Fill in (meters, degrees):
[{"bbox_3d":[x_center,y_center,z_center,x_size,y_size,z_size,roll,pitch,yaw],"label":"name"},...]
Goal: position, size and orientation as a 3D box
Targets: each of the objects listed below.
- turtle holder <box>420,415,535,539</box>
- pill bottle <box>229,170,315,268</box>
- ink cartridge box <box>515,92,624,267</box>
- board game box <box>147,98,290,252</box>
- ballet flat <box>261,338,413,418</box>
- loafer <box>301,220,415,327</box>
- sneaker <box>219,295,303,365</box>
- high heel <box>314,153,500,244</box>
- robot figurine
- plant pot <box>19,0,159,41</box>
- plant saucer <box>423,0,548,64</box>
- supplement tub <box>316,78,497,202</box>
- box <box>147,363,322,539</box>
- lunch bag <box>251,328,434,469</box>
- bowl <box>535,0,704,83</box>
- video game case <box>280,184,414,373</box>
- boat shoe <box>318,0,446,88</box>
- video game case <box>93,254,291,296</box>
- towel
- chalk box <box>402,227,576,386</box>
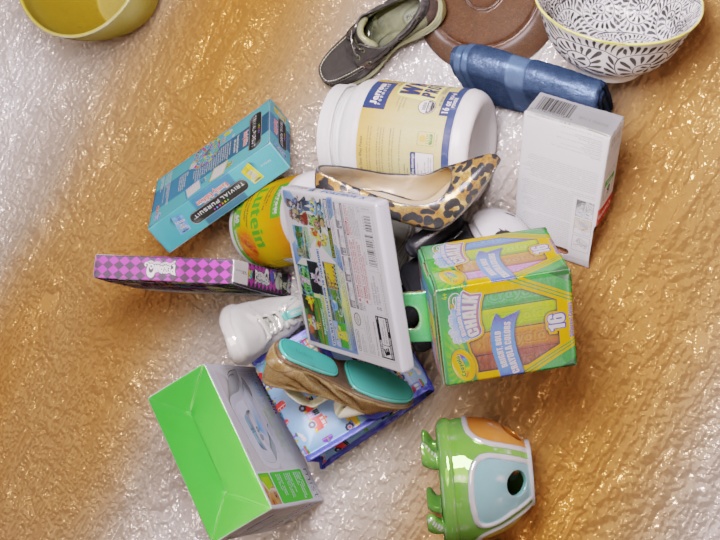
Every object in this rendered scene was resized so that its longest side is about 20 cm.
[{"bbox_3d":[0.143,0.267,1.601,0.131,0.141,0.187,-5,73,3],"label":"turtle holder"},{"bbox_3d":[-0.071,-0.066,1.683,0.200,0.111,0.112,-9,79,54],"label":"pill bottle"},{"bbox_3d":[0.248,-0.107,1.617,0.108,0.050,0.201,20,135,21],"label":"ink cartridge box"},{"bbox_3d":[-0.184,-0.126,1.763,0.199,0.151,0.047,-33,116,14],"label":"board game box"},{"bbox_3d":[-0.033,0.142,1.625,0.072,0.199,0.068,-55,32,29],"label":"ballet flat"},{"bbox_3d":[0.000,0.000,1.688,0.070,0.070,0.200,30,67,22],"label":"loafer"},{"bbox_3d":[-0.111,0.062,1.684,0.088,0.200,0.076,-18,95,17],"label":"sneaker"},{"bbox_3d":[0.051,-0.109,1.547,0.200,0.072,0.143,-34,118,20],"label":"high heel"},{"bbox_3d":[0.129,0.013,1.634,0.200,0.150,0.125,-36,65,10],"label":"robot figurine"},{"bbox_3d":[-0.354,-0.403,1.856,0.199,0.142,0.201,-2,84,21],"label":"plant pot"},{"bbox_3d":[0.161,-0.355,1.717,0.199,0.034,0.202,-2,84,21],"label":"plant saucer"},{"bbox_3d":[0.058,-0.163,1.674,0.199,0.144,0.145,9,87,21],"label":"supplement tub"},{"bbox_3d":[-0.157,0.229,1.695,0.096,0.176,0.201,-31,74,15],"label":"box"},{"bbox_3d":[-0.011,0.134,1.711,0.199,0.094,0.151,-33,72,1],"label":"lunch bag"},{"bbox_3d":[0.304,-0.288,1.606,0.199,0.095,0.201,0,43,0],"label":"bowl"},{"bbox_3d":[-0.016,0.007,1.540,0.182,0.022,0.201,13,118,50],"label":"video game case"},{"bbox_3d":[0.016,-0.304,1.732,0.200,0.066,0.072,-29,73,28],"label":"boat shoe"},{"bbox_3d":[-0.215,0.008,1.739,0.199,0.181,0.036,2,85,21],"label":"video game case"},{"bbox_3d":[0.211,-0.227,1.641,0.199,0.112,0.049,21,80,22],"label":"towel"},{"bbox_3d":[0.132,0.043,1.514,0.199,0.124,0.125,-10,116,-2],"label":"chalk box"}]
